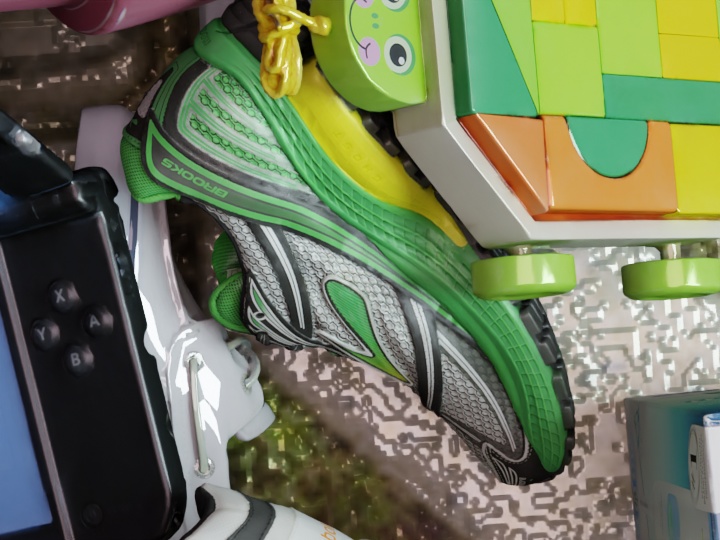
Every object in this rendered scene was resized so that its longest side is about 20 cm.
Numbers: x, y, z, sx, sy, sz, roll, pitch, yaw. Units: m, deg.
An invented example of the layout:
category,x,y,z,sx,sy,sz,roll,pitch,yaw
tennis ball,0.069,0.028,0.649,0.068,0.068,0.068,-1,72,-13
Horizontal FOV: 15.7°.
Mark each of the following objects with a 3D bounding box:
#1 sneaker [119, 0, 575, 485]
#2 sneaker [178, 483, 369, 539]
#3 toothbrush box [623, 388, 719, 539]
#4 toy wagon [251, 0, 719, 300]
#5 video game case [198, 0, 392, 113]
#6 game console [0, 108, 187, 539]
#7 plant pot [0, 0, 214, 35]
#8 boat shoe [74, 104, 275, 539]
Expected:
category,x,y,z,sx,sy,sz,roll,pitch,yaw
sneaker,0.000,0.000,0.844,0.085,0.078,0.200,-36,115,11
sneaker,-0.059,0.142,0.823,0.080,0.074,0.200,28,119,-11
toothbrush box,0.137,0.108,0.797,0.085,0.200,0.147,-5,90,0
toy wagon,0.054,-0.069,0.803,0.199,0.039,0.156,0,83,-42
video game case,0.043,-0.114,0.891,0.199,0.023,0.183,-2,89,0
game console,-0.178,0.025,0.801,0.199,0.116,0.177,-14,90,27
plant pot,-0.141,-0.154,0.756,0.178,0.200,0.201,-19,89,-20
boat shoe,-0.062,0.045,0.866,0.066,0.074,0.201,-1,101,-4
